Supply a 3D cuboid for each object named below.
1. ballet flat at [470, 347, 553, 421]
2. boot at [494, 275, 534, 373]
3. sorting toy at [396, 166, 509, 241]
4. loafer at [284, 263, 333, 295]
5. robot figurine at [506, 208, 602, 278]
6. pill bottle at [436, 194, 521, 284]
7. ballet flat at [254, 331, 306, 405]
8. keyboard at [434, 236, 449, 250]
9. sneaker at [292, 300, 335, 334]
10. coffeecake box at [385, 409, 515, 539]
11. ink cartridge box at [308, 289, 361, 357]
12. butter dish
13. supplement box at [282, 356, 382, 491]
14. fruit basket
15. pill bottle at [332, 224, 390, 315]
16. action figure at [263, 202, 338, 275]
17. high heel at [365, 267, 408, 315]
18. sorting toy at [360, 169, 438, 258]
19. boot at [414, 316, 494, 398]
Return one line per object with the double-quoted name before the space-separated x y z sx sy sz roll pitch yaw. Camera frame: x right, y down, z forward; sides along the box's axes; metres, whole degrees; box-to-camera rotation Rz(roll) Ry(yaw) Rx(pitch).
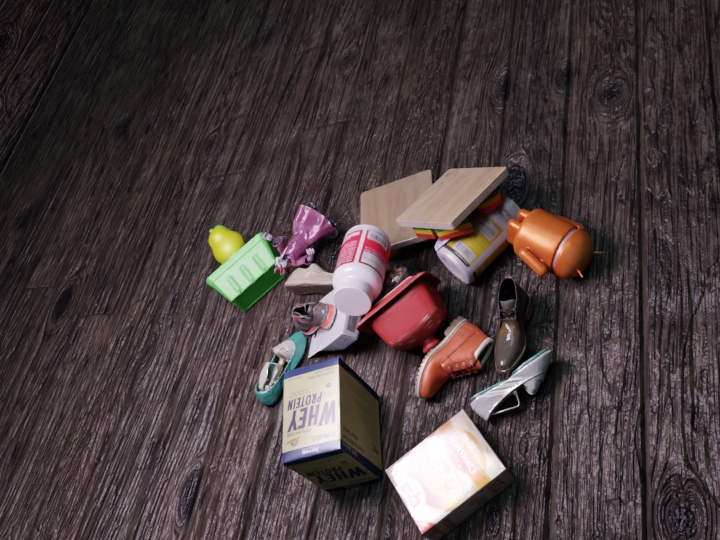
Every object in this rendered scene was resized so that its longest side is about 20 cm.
"ballet flat" 0.315 0.235 1.473 0.199 0.069 0.070 -36 47 9
"boot" 0.301 0.108 1.520 0.074 0.097 0.201 -8 44 35
"sorting toy" 0.215 -0.144 1.647 0.200 0.070 0.198 -43 26 -22
"loafer" -0.105 0.020 1.858 0.198 0.076 0.069 0 64 31
"robot figurine" 0.409 -0.055 1.571 0.199 0.143 0.118 31 110 30
"pill bottle" 0.278 -0.075 1.674 0.200 0.111 0.111 -44 47 -5
"ballet flat" -0.193 0.226 1.767 0.067 0.070 0.201 10 64 36
"keyboard" 0.213 -0.104 1.723 0.056 0.011 0.200 -35 12 28
"sneaker" -0.129 0.101 1.761 0.200 0.081 0.078 -23 49 61
"coffeecake box" 0.172 0.398 1.426 0.199 0.073 0.154 -38 48 2
"ink cartridge box" -0.053 0.114 1.745 0.200 0.057 0.164 134 151 -57
"butter dish" 0.118 0.115 1.609 0.199 0.200 0.148 -40 73 8
"supplement box" -0.057 0.324 1.527 0.133 0.200 0.202 -18 52 20
"fruit basket" -0.322 -0.024 1.961 0.213 0.156 0.218 -7 66 15
"pill bottle" 0.000 0.000 1.625 0.111 0.113 0.201 -11 38 23
"action figure" -0.162 -0.073 1.897 0.133 0.149 0.201 36 86 9
"high heel" 0.066 0.015 1.720 0.143 0.071 0.201 -49 17 23
"sorting toy" 0.103 -0.128 1.835 0.197 0.070 0.202 -17 51 22
"boot" 0.198 0.201 1.555 0.107 0.075 0.201 31 77 34
